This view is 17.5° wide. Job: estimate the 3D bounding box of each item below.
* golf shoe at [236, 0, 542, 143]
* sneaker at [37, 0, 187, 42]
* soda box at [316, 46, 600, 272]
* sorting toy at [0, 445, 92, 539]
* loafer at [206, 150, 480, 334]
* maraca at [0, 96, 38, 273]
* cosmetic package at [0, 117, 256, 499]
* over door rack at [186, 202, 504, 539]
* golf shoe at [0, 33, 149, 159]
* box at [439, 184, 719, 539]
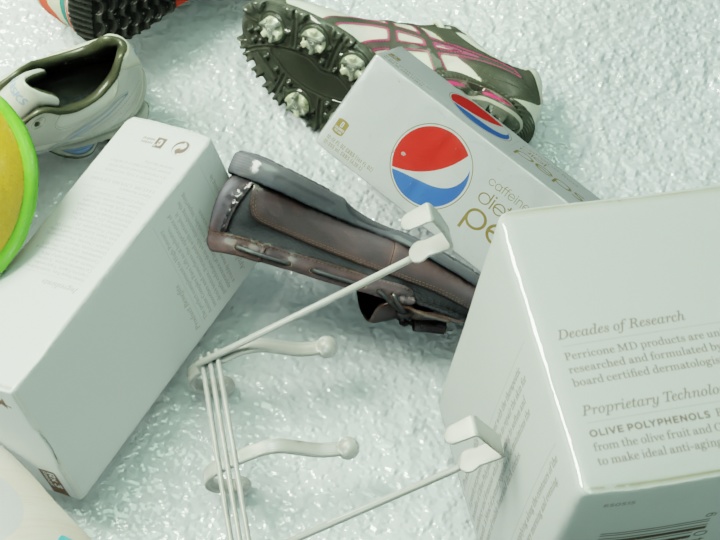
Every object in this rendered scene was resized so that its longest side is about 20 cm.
[{"bbox_3d":[0.019,-0.124,1.472,0.199,0.077,0.088,26,42,8],"label":"golf shoe"},{"bbox_3d":[-0.124,-0.206,1.506,0.199,0.071,0.093,-24,34,-30],"label":"sneaker"},{"bbox_3d":[0.075,-0.046,1.383,0.200,0.064,0.068,38,107,6],"label":"soda box"},{"bbox_3d":[-0.216,0.179,1.243,0.199,0.107,0.180,-26,61,-17],"label":"sorting toy"},{"bbox_3d":[0.000,0.000,1.367,0.199,0.072,0.063,29,85,-18],"label":"loafer"},{"bbox_3d":[-0.274,-0.054,1.334,0.199,0.107,0.138,14,85,20],"label":"maraca"},{"bbox_3d":[-0.147,0.019,1.339,0.074,0.102,0.200,15,55,35],"label":"cosmetic package"},{"bbox_3d":[-0.005,0.080,1.290,0.200,0.066,0.148,-33,53,30],"label":"over door rack"},{"bbox_3d":[-0.222,-0.090,1.411,0.199,0.097,0.078,-30,75,-17],"label":"golf shoe"},{"bbox_3d":[0.166,0.079,1.260,0.199,0.199,0.172,-8,58,-14],"label":"box"}]
